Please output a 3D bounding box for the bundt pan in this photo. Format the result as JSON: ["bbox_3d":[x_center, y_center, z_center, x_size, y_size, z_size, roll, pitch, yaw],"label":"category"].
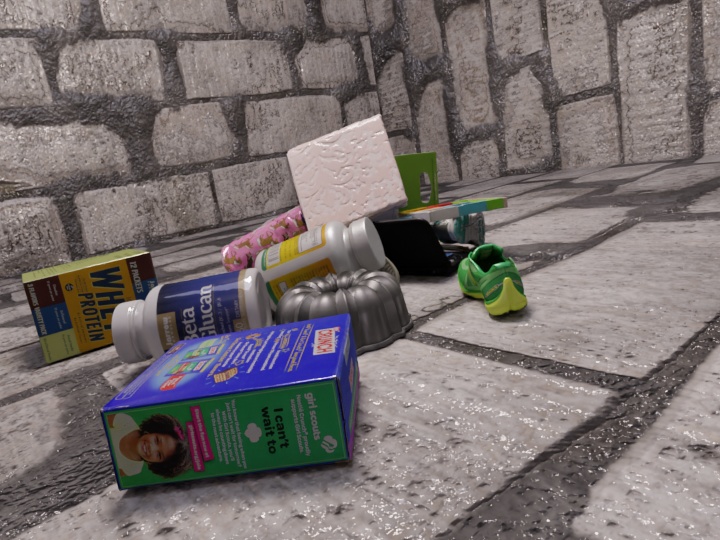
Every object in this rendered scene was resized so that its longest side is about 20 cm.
[{"bbox_3d":[-0.028,0.050,0.738,0.196,0.078,0.202,-10,11,2],"label":"bundt pan"}]

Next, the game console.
[{"bbox_3d":[0.094,-0.054,1.022,0.196,0.120,0.174,0,15,39],"label":"game console"}]

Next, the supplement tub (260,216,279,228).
[{"bbox_3d":[-0.165,-0.052,1.200,0.129,0.136,0.200,-13,13,-17],"label":"supplement tub"}]

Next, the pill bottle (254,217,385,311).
[{"bbox_3d":[-0.064,-0.012,0.870,0.196,0.115,0.113,-21,8,16],"label":"pill bottle"}]

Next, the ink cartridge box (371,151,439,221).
[{"bbox_3d":[0.068,-0.160,1.075,0.194,0.152,0.076,-6,12,-3],"label":"ink cartridge box"}]

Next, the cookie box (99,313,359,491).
[{"bbox_3d":[-0.102,0.113,0.497,0.194,0.077,0.171,-9,11,5],"label":"cookie box"}]

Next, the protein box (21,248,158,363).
[{"bbox_3d":[-0.485,0.053,0.966,0.197,0.139,0.197,-18,13,-32],"label":"protein box"}]

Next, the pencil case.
[{"bbox_3d":[-0.177,-0.050,1.045,0.196,0.084,0.087,-26,12,9],"label":"pencil case"}]

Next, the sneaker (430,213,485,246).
[{"bbox_3d":[0.205,-0.089,1.124,0.089,0.080,0.198,1,-1,32],"label":"sneaker"}]

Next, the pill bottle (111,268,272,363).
[{"bbox_3d":[-0.226,0.069,0.726,0.195,0.114,0.111,-11,11,-1],"label":"pill bottle"}]

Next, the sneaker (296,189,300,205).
[{"bbox_3d":[-0.040,-0.127,1.170,0.145,0.204,0.077,-34,-13,-14],"label":"sneaker"}]

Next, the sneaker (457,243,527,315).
[{"bbox_3d":[0.187,0.001,0.760,0.072,0.086,0.200,-11,11,-3],"label":"sneaker"}]

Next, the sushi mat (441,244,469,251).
[{"bbox_3d":[0.125,-0.052,1.125,0.195,0.012,0.095,5,2,23],"label":"sushi mat"}]

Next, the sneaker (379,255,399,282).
[{"bbox_3d":[0.000,0.000,0.964,0.197,0.076,0.106,21,-7,31],"label":"sneaker"}]

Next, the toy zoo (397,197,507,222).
[{"bbox_3d":[0.157,-0.111,0.995,0.195,0.021,0.131,-12,9,-19],"label":"toy zoo"}]

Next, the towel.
[{"bbox_3d":[-0.026,-0.175,0.991,0.195,0.195,0.032,-19,-18,6],"label":"towel"}]
